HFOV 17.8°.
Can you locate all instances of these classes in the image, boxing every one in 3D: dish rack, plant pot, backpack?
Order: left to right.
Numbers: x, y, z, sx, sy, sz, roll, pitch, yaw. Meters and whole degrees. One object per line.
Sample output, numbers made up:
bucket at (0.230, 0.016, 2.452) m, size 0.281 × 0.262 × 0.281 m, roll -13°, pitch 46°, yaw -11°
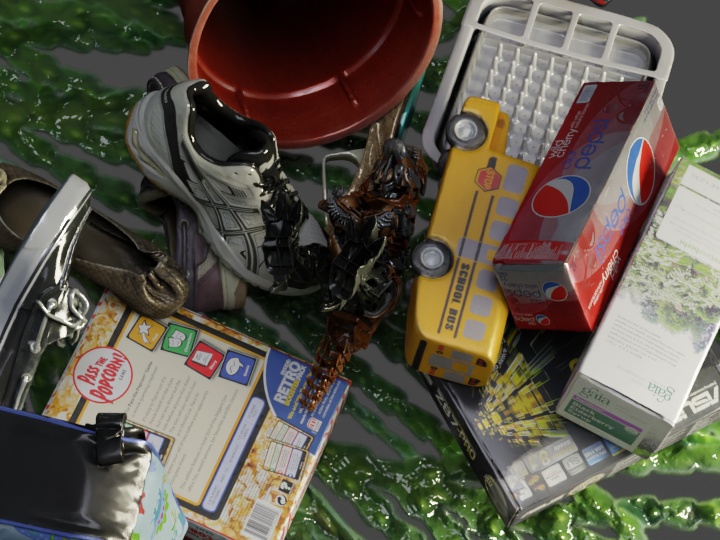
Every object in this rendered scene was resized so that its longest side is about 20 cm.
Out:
backpack at (-0.219, 0.188, 1.577) m, size 0.181 × 0.200 × 0.148 m, roll 9°, pitch 66°, yaw 14°
plant pot at (-0.063, -0.233, 1.768) m, size 0.199 × 0.202 × 0.196 m, roll -14°, pitch 46°, yaw -12°
dish rack at (0.147, -0.128, 1.816) m, size 0.170 × 0.044 × 0.201 m, roll 16°, pitch 53°, yaw 6°

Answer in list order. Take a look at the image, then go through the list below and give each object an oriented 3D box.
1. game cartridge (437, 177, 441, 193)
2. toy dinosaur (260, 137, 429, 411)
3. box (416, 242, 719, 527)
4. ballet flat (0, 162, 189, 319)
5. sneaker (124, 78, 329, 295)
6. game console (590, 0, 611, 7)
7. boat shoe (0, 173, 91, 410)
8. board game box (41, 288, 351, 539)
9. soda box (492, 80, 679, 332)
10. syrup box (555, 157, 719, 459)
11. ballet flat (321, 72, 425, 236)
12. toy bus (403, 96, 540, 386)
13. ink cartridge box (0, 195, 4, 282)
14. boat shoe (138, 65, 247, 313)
game cartridge at (0.140, 0.013, 1.784) m, size 0.132 × 0.041 × 0.202 m, roll -5°, pitch 68°, yaw -13°
toy dinosaur at (0.000, 0.000, 1.688) m, size 0.101 × 0.136 × 0.202 m, roll -7°, pitch 74°, yaw 24°
box at (0.156, 0.076, 1.714) m, size 0.199 × 0.049 × 0.162 m, roll -24°, pitch 74°, yaw -17°
ballet flat at (-0.215, -0.028, 1.698) m, size 0.199 × 0.046 × 0.068 m, roll 30°, pitch 63°, yaw 2°
sneaker at (-0.082, -0.059, 1.694) m, size 0.200 × 0.087 × 0.076 m, roll 41°, pitch 51°, yaw -19°
game console at (0.164, -0.327, 1.888) m, size 0.200 × 0.172 × 0.119 m, roll 45°, pitch 96°, yaw 13°
boat shoe at (-0.229, 0.031, 1.639) m, size 0.068 × 0.074 × 0.201 m, roll 27°, pitch 78°, yaw -9°
board game box at (-0.127, 0.113, 1.705) m, size 0.199 × 0.046 × 0.152 m, roll 24°, pitch 67°, yaw 4°
soda box at (0.165, -0.048, 1.676) m, size 0.063 × 0.070 × 0.201 m, roll 2°, pitch 45°, yaw 32°
syrup box at (0.221, 0.027, 1.674) m, size 0.078 × 0.082 × 0.201 m, roll 27°, pitch 66°, yaw 3°
ballet flat at (0.006, -0.095, 1.796) m, size 0.065 × 0.071 × 0.201 m, roll 12°, pitch 65°, yaw 2°
toy bus at (0.081, -0.023, 1.687) m, size 0.078 × 0.065 × 0.201 m, roll 15°, pitch 65°, yaw 1°
ink cartridge box at (-0.314, 0.042, 1.705) m, size 0.103 × 0.059 × 0.202 m, roll -1°, pitch 68°, yaw -9°
boat shoe at (-0.138, -0.061, 1.765) m, size 0.064 × 0.072 × 0.202 m, roll -12°, pitch 75°, yaw -16°
